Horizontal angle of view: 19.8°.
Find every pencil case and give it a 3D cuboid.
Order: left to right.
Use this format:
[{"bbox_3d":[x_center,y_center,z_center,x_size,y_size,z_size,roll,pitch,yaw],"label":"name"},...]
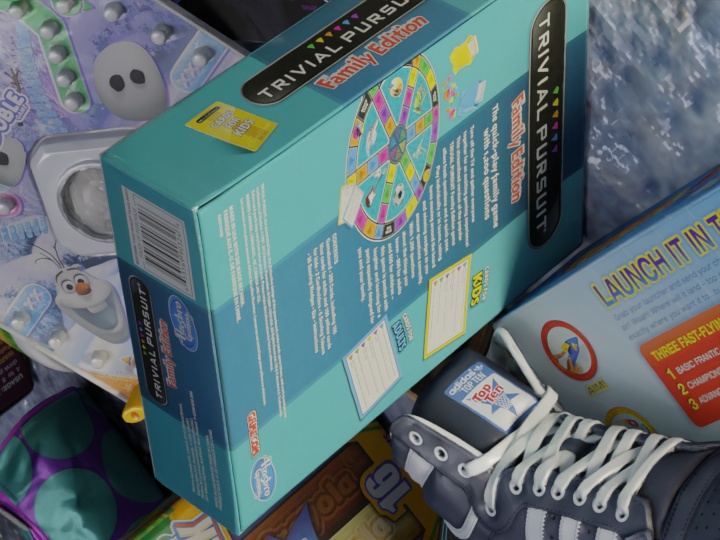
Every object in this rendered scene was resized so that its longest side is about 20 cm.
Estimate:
[{"bbox_3d":[-0.143,0.170,1.212,0.200,0.092,0.085,52,148,0],"label":"pencil case"}]

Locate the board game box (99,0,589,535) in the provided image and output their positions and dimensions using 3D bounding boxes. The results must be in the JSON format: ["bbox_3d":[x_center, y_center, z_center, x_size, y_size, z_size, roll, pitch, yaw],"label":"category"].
[{"bbox_3d":[0.003,-0.023,0.735,0.047,0.200,0.151,29,141,31],"label":"board game box"}]

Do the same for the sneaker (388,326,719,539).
[{"bbox_3d":[0.082,0.072,0.745,0.109,0.070,0.200,55,151,-6],"label":"sneaker"}]

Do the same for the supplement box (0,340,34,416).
[{"bbox_3d":[-0.299,0.004,1.237,0.131,0.103,0.200,16,134,42],"label":"supplement box"}]

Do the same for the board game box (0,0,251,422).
[{"bbox_3d":[-0.114,-0.030,0.906,0.200,0.026,0.200,32,126,-11],"label":"board game box"}]

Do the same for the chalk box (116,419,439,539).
[{"bbox_3d":[-0.064,0.165,1.004,0.124,0.200,0.125,53,148,-1],"label":"chalk box"}]

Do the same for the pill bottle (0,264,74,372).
[{"bbox_3d":[-0.194,-0.036,1.057,0.200,0.111,0.111,27,140,34],"label":"pill bottle"}]

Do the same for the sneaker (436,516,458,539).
[{"bbox_3d":[0.078,0.166,0.962,0.079,0.075,0.201,32,136,47],"label":"sneaker"}]

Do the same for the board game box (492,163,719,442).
[{"bbox_3d":[0.168,0.054,0.736,0.196,0.056,0.200,53,148,-1],"label":"board game box"}]

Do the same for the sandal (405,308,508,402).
[{"bbox_3d":[-0.003,0.005,0.849,0.070,0.078,0.212,1,142,46],"label":"sandal"}]

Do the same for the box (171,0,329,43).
[{"bbox_3d":[-0.064,-0.185,0.820,0.143,0.036,0.200,13,130,47],"label":"box"}]
